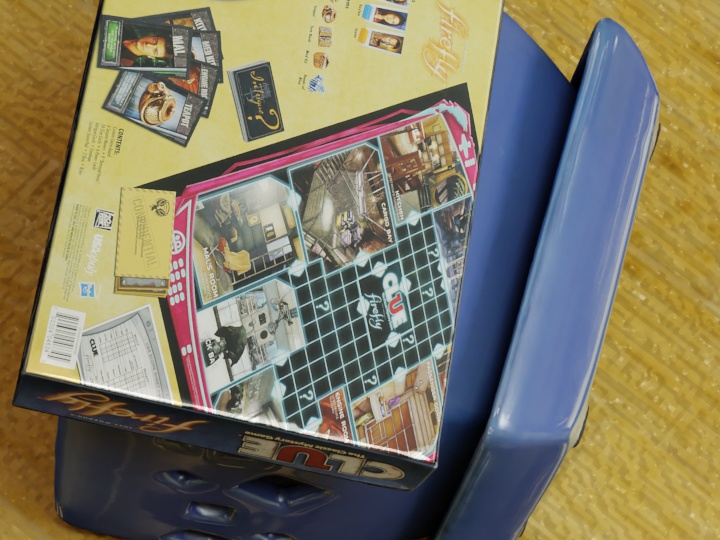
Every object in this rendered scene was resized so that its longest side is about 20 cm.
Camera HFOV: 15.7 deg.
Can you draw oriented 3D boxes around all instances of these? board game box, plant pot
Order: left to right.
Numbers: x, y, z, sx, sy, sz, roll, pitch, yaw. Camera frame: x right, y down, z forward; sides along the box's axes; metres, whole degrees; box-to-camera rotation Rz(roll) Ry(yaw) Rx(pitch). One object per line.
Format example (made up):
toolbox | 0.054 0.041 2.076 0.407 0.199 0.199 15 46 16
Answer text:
board game box | -0.028 -0.038 0.862 0.135 0.035 0.201 13 67 -8
plant pot | 0.000 0.000 0.976 0.179 0.200 0.201 16 65 -1
